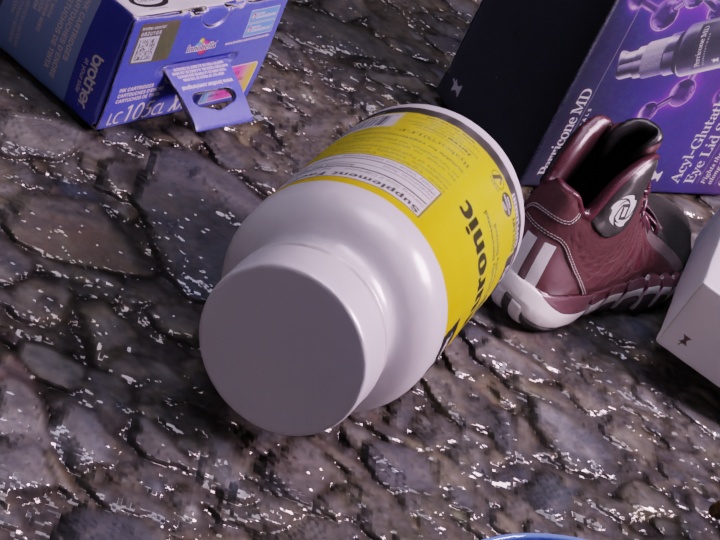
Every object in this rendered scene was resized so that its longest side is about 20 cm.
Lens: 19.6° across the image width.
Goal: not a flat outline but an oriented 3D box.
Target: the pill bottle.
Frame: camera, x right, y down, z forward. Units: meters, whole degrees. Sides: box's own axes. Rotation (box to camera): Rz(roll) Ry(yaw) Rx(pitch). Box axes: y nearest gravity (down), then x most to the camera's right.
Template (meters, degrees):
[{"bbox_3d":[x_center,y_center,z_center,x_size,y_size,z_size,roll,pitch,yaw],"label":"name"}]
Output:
[{"bbox_3d":[0.000,0.000,0.992,0.111,0.112,0.200,31,29,8],"label":"pill bottle"}]

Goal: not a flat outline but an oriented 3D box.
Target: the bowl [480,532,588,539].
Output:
[{"bbox_3d":[0.100,0.190,0.829,0.199,0.040,0.201,17,32,-11],"label":"bowl"}]

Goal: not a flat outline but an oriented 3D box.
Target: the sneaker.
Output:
[{"bbox_3d":[0.152,-0.038,1.174,0.075,0.116,0.199,38,31,20],"label":"sneaker"}]

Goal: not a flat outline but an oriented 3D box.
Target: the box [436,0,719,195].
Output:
[{"bbox_3d":[0.172,-0.137,1.323,0.199,0.149,0.105,-1,39,-39],"label":"box"}]

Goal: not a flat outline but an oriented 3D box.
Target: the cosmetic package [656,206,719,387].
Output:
[{"bbox_3d":[0.270,0.051,1.176,0.199,0.052,0.151,36,31,0],"label":"cosmetic package"}]

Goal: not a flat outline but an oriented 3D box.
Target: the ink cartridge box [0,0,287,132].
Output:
[{"bbox_3d":[-0.136,-0.154,1.164,0.200,0.077,0.136,39,31,24],"label":"ink cartridge box"}]

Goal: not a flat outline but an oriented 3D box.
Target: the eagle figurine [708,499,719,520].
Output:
[{"bbox_3d":[0.293,0.099,0.995,0.198,0.152,0.152,-9,34,-22],"label":"eagle figurine"}]
